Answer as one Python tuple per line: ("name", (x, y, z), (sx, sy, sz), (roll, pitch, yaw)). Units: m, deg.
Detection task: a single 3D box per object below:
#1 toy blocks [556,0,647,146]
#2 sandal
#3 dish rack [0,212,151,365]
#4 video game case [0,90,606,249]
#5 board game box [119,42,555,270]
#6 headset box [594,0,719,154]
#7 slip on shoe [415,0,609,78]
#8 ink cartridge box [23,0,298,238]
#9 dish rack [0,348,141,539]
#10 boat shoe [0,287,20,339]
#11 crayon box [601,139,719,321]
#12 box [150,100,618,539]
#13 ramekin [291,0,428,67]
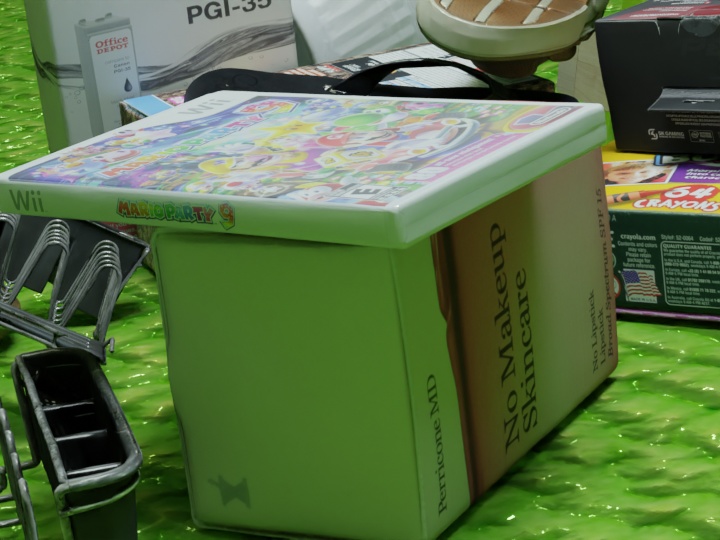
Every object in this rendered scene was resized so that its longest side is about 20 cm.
("toy blocks", (0.221, -0.125, 1.338), (0.136, 0.100, 0.200), (-1, 14, -23))
("sandal", (0.013, -0.075, 1.029), (0.199, 0.043, 0.076), (2, 40, -5))
("dish rack", (-0.180, -0.009, 1.024), (0.153, 0.055, 0.200), (22, 4, -9))
("video game case", (-0.024, -0.044, 0.826), (0.200, 0.018, 0.143), (5, 22, 37))
("board game box", (-0.012, -0.052, 1.152), (0.199, 0.097, 0.159), (-12, 18, -18))
("headset box", (0.230, -0.115, 1.086), (0.200, 0.075, 0.148), (-24, 20, -37))
("slip on shoe", (0.078, -0.126, 1.083), (0.076, 0.061, 0.200), (25, 24, 10))
("ink cartridge box", (-0.115, -0.125, 1.226), (0.146, 0.201, 0.083), (-14, 31, -14))
("dish rack", (-0.186, 0.093, 0.792), (0.199, 0.055, 0.153), (-11, 16, -12))
("boat shoe", (-0.276, 0.018, 1.097), (0.200, 0.063, 0.073), (11, 9, 2))
("crayon box", (0.196, -0.028, 1.058), (0.199, 0.058, 0.172), (4, 20, 34))
("box", (0.018, 0.014, 0.870), (0.109, 0.128, 0.200), (3, 20, 29))
("ramekin", (-0.055, -0.153, 1.352), (0.202, 0.203, 0.094), (8, 35, 41))
